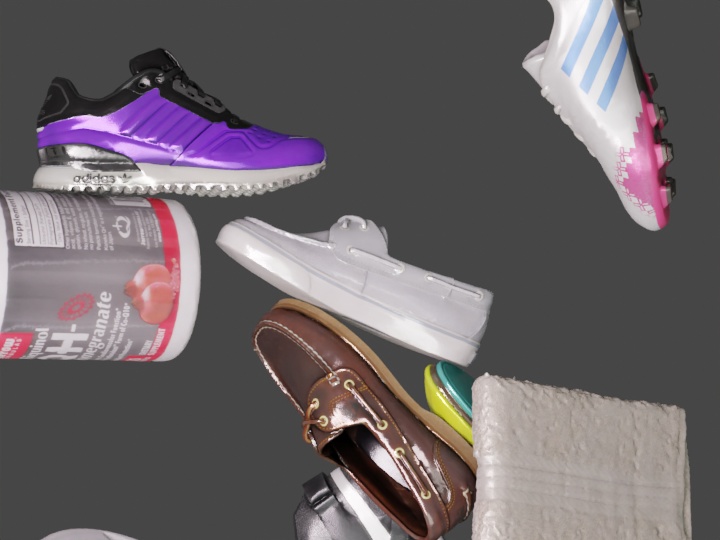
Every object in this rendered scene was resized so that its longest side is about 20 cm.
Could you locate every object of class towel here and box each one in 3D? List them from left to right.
[{"bbox_3d":[0.151,0.146,1.663,0.200,0.034,0.133,12,70,-38],"label":"towel"}]

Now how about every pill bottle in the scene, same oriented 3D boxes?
[{"bbox_3d":[-0.214,0.003,1.595,0.200,0.111,0.111,2,102,-24],"label":"pill bottle"}]

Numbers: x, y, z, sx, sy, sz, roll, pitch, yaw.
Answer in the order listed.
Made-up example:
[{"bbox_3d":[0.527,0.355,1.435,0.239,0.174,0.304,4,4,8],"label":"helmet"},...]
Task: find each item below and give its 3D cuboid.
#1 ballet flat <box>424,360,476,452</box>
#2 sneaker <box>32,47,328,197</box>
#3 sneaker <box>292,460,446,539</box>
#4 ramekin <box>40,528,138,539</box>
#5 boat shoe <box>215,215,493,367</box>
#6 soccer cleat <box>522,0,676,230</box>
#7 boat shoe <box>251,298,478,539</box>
[{"bbox_3d":[0.102,0.140,1.694,0.200,0.067,0.067,36,112,-27],"label":"ballet flat"},{"bbox_3d":[-0.120,-0.101,1.631,0.200,0.070,0.100,0,88,-11],"label":"sneaker"},{"bbox_3d":[0.018,0.228,1.716,0.112,0.073,0.200,-25,95,3],"label":"sneaker"},{"bbox_3d":[-0.159,0.274,1.646,0.202,0.202,0.094,29,110,-11],"label":"ramekin"},{"bbox_3d":[0.000,0.000,1.666,0.200,0.072,0.069,24,84,-8],"label":"boat shoe"},{"bbox_3d":[0.161,-0.121,1.661,0.086,0.070,0.200,-11,101,13],"label":"soccer cleat"},{"bbox_3d":[-0.003,0.101,1.647,0.200,0.070,0.070,40,55,15],"label":"boat shoe"}]
